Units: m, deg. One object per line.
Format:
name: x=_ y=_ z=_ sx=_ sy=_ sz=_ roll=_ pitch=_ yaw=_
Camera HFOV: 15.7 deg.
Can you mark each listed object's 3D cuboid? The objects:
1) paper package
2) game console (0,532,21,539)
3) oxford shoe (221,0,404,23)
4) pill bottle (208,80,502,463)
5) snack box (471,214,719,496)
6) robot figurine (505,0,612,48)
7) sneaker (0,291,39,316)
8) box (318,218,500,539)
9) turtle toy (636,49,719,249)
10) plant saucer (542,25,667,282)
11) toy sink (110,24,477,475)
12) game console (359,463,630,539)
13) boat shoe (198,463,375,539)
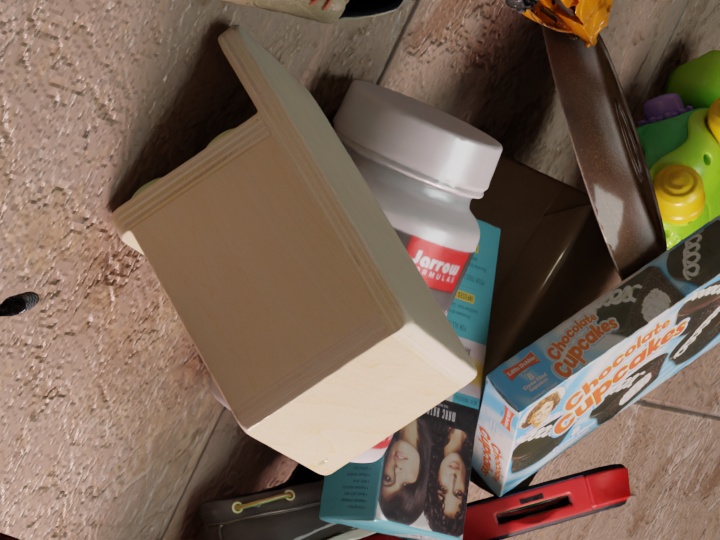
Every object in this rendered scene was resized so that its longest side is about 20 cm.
paper package: x=0.092 y=0.037 z=1.760 sx=0.191 sy=0.103 sz=0.200 roll=-59 pitch=157 yaw=-8
game console: x=-0.263 y=0.202 z=1.189 sx=0.172 sy=0.119 sz=0.200 roll=-11 pitch=124 yaw=-61
oxford shoe: x=-0.039 y=-0.161 z=1.311 sx=0.200 sy=0.075 sz=0.070 roll=-9 pitch=124 yaw=-61
pill bottle: x=0.000 y=0.000 z=1.515 sx=0.114 sy=0.114 sz=0.200 roll=4 pitch=112 yaw=-65
snack box: x=0.160 y=0.055 z=1.671 sx=0.200 sy=0.037 sz=0.116 roll=-33 pitch=156 yaw=-21
robot figurine: x=0.125 y=-0.210 z=1.555 sx=0.145 sy=0.058 sz=0.200 roll=-60 pitch=157 yaw=-4
sneaker: x=-0.186 y=-0.027 z=1.070 sx=0.078 sy=0.140 sz=0.200 roll=-20 pitch=133 yaw=-57
box: x=0.032 y=0.062 z=1.608 sx=0.082 sy=0.049 sz=0.200 roll=18 pitch=75 yaw=-43
turtle toy: x=0.241 y=-0.079 z=1.939 sx=0.200 sy=0.101 sz=0.146 roll=-51 pitch=154 yaw=-25
plant saucer: x=0.162 y=-0.081 z=1.703 sx=0.200 sy=0.032 sz=0.200 roll=-18 pitch=90 yaw=-79
toy sink: x=-0.047 y=-0.008 z=1.387 sx=0.112 sy=0.200 sz=0.130 roll=-33 pitch=159 yaw=7
game console: x=0.077 y=0.171 z=1.762 sx=0.200 sy=0.031 sz=0.177 roll=-14 pitch=174 yaw=-6
boat shoe: x=-0.019 y=0.143 z=1.655 sx=0.201 sy=0.072 sz=0.061 roll=-22 pitch=98 yaw=-43
